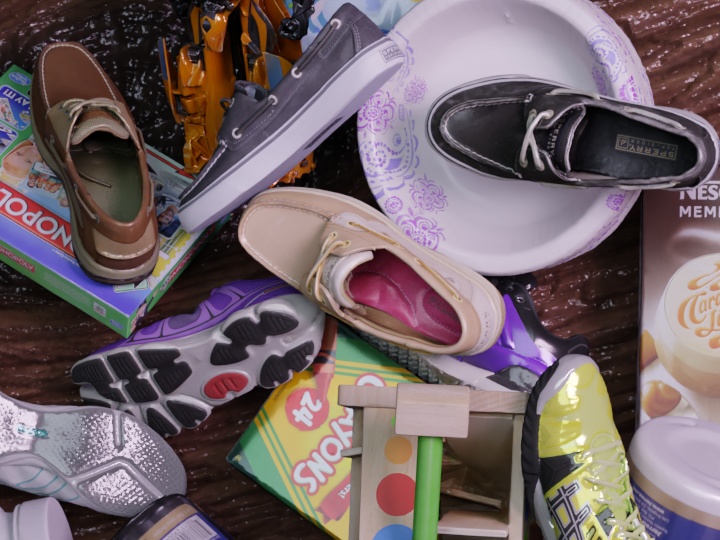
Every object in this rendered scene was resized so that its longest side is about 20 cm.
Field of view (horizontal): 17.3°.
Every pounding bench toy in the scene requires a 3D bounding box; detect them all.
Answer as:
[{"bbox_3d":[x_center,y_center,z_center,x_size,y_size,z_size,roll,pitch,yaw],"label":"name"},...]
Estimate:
[{"bbox_3d":[0.046,0.155,1.508,0.123,0.200,0.158,2,84,9],"label":"pounding bench toy"}]

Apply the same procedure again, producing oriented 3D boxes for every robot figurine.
[{"bbox_3d":[-0.090,-0.163,1.659,0.144,0.058,0.202,10,119,35],"label":"robot figurine"}]

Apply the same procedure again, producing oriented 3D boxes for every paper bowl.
[{"bbox_3d":[0.105,-0.100,1.627,0.199,0.104,0.203,1,94,20],"label":"paper bowl"}]

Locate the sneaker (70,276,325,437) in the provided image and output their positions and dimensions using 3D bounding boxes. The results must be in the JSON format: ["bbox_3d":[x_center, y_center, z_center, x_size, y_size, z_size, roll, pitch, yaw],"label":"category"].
[{"bbox_3d":[-0.110,0.056,1.676,0.199,0.084,0.081,-18,119,18],"label":"sneaker"}]

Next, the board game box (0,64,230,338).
[{"bbox_3d":[-0.210,-0.052,1.701,0.199,0.029,0.135,30,55,12],"label":"board game box"}]

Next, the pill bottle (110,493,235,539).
[{"bbox_3d":[-0.090,0.255,1.606,0.200,0.112,0.112,41,85,14],"label":"pill bottle"}]

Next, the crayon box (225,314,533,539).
[{"bbox_3d":[0.022,0.140,1.649,0.199,0.051,0.127,34,83,12],"label":"crayon box"}]

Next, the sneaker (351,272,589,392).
[{"bbox_3d":[0.073,0.032,1.662,0.199,0.070,0.100,32,77,8],"label":"sneaker"}]

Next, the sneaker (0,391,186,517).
[{"bbox_3d":[-0.219,0.127,1.676,0.199,0.080,0.071,18,74,-9],"label":"sneaker"}]

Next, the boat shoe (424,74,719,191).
[{"bbox_3d":[0.132,-0.089,1.531,0.198,0.064,0.071,6,96,19],"label":"boat shoe"}]

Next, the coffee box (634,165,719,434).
[{"bbox_3d":[0.246,0.033,1.628,0.113,0.080,0.202,0,78,7],"label":"coffee box"}]

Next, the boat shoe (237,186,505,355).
[{"bbox_3d":[0.000,0.000,1.583,0.199,0.069,0.074,23,105,17],"label":"boat shoe"}]

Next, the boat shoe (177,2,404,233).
[{"bbox_3d":[-0.060,-0.106,1.602,0.200,0.070,0.066,-40,84,26],"label":"boat shoe"}]

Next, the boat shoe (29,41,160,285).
[{"bbox_3d":[-0.183,-0.087,1.666,0.075,0.074,0.201,-12,58,-18],"label":"boat shoe"}]

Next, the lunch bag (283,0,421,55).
[{"bbox_3d":[0.019,-0.231,1.714,0.198,0.083,0.162,-10,74,4],"label":"lunch bag"}]

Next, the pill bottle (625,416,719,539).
[{"bbox_3d":[0.201,0.207,1.549,0.110,0.111,0.201,22,114,11],"label":"pill bottle"}]

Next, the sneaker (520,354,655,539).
[{"bbox_3d":[0.151,0.151,1.474,0.076,0.075,0.202,3,103,46],"label":"sneaker"}]

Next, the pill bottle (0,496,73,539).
[{"bbox_3d":[-0.300,0.222,1.640,0.198,0.113,0.114,-14,77,3],"label":"pill bottle"}]
